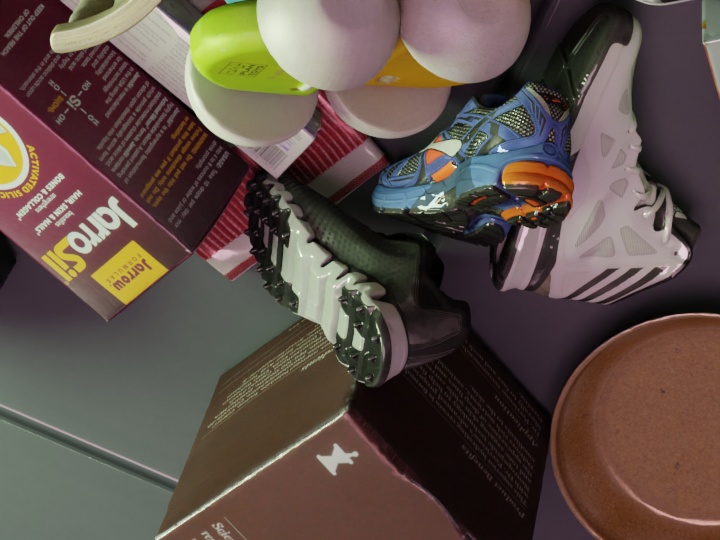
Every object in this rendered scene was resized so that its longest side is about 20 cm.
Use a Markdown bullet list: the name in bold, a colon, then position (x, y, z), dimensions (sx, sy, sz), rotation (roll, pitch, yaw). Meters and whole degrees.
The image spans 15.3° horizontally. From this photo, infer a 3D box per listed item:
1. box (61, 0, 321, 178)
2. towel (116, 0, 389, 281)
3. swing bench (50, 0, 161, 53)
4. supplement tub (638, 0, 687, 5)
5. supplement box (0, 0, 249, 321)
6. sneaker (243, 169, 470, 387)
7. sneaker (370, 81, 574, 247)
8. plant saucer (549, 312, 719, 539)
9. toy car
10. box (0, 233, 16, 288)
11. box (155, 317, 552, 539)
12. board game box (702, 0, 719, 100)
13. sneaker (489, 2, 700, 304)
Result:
- **box**: position (-0.110, -0.136, 1.616), dimensions (0.200, 0.039, 0.041), rotation (39, 115, -13)
- **towel**: position (-0.097, -0.102, 1.667), dimensions (0.144, 0.023, 0.200), rotation (-35, 109, 23)
- **swing bench**: position (-0.138, -0.259, 1.485), dimensions (0.129, 0.199, 0.200), rotation (-22, 113, 21)
- **supplement tub**: position (0.205, -0.213, 1.449), dimensions (0.199, 0.123, 0.123), rotation (-11, 116, 16)
- **supplement box**: position (-0.183, -0.078, 1.620), dimensions (0.200, 0.086, 0.110), rotation (41, 138, -11)
- **sneaker**: position (0.000, 0.000, 1.615), dimensions (0.090, 0.200, 0.067), rotation (-10, 126, -28)
- **sneaker**: position (0.073, -0.063, 1.594), dimensions (0.075, 0.079, 0.200), rotation (21, 165, -26)
- **plant saucer**: position (0.222, 0.107, 1.715), dimensions (0.199, 0.035, 0.201), rotation (4, 118, 8)
- **toy car**: position (-0.008, -0.161, 1.542), dimensions (0.199, 0.175, 0.151), rotation (-5, 79, -25)
- **box**: position (-0.320, -0.045, 1.680), dimensions (0.106, 0.122, 0.200), rotation (-18, 113, 19)
- **box**: position (0.001, 0.130, 1.674), dimensions (0.164, 0.200, 0.166), rotation (-34, 107, 25)
- **board game box**: position (0.268, -0.092, 1.536), dimensions (0.105, 0.103, 0.200), rotation (-10, 128, 15)
- **sneaker**: position (0.159, -0.066, 1.623), dimensions (0.115, 0.076, 0.201), rotation (12, 123, -11)
